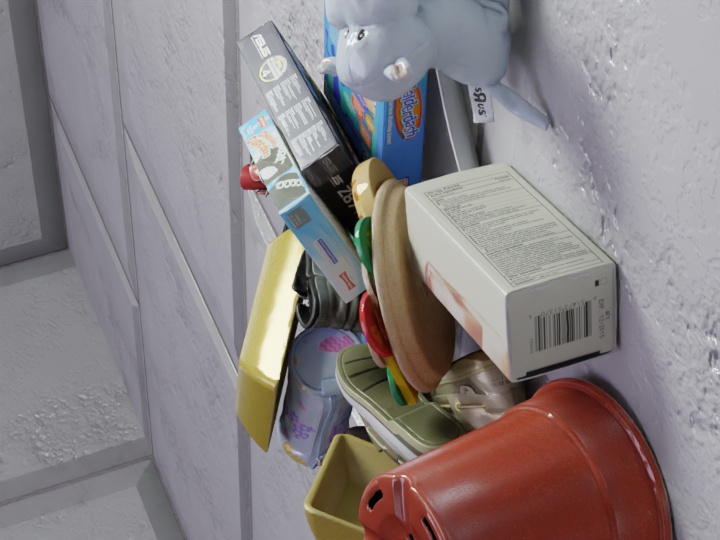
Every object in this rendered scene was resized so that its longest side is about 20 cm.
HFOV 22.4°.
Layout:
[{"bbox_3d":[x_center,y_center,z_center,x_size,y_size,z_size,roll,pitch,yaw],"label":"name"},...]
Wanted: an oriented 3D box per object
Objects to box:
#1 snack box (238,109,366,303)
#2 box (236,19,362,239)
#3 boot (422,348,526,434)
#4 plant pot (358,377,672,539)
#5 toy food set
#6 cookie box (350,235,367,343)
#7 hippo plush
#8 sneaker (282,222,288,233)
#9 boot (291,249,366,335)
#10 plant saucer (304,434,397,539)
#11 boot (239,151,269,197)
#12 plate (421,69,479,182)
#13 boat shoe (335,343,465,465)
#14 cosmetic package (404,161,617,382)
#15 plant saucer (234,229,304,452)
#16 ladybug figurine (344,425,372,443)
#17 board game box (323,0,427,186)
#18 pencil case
[{"bbox_3d":[-0.053,-0.064,1.712,0.117,0.037,0.200,54,-176,-30],"label":"snack box"},{"bbox_3d":[-0.038,-0.124,1.744,0.161,0.049,0.201,50,-170,-47],"label":"box"},{"bbox_3d":[0.121,0.160,1.715,0.200,0.072,0.157,139,113,-68],"label":"boot"},{"bbox_3d":[0.116,0.211,1.481,0.200,0.194,0.203,33,131,49],"label":"plant pot"},{"bbox_3d":[0.037,0.014,1.632,0.199,0.048,0.201,-83,-24,-44],"label":"toy food set"},{"bbox_3d":[0.010,0.041,1.959,0.200,0.074,0.172,-124,23,-46],"label":"cookie box"},{"bbox_3d":[0.031,-0.196,1.453,0.159,0.160,0.202,13,117,51],"label":"hippo plush"},{"bbox_3d":[-0.055,-0.051,2.035,0.200,0.075,0.115,106,171,-66],"label":"sneaker"},{"bbox_3d":[0.000,0.000,1.777,0.201,0.129,0.068,-90,23,-57],"label":"boot"},{"bbox_3d":[0.048,0.238,1.675,0.200,0.198,0.049,-59,-10,-74],"label":"plant saucer"},{"bbox_3d":[-0.045,-0.089,1.872,0.200,0.143,0.073,-122,16,-55],"label":"boot"},{"bbox_3d":[0.064,-0.129,1.700,0.199,0.032,0.202,-171,67,-72],"label":"plate"},{"bbox_3d":[0.032,0.142,1.725,0.200,0.074,0.069,-133,34,-51],"label":"boat shoe"},{"bbox_3d":[0.122,-0.002,1.500,0.200,0.102,0.088,-127,27,-55],"label":"cosmetic package"},{"bbox_3d":[-0.095,0.066,1.939,0.200,0.048,0.202,103,180,-64],"label":"plant saucer"},{"bbox_3d":[0.042,0.225,1.918,0.073,0.135,0.200,-64,28,4],"label":"ladybug figurine"},{"bbox_3d":[0.012,-0.194,1.673,0.201,0.045,0.153,92,157,-49],"label":"board game box"},{"bbox_3d":[-0.044,0.136,1.947,0.201,0.082,0.092,102,176,-59],"label":"pencil case"}]
